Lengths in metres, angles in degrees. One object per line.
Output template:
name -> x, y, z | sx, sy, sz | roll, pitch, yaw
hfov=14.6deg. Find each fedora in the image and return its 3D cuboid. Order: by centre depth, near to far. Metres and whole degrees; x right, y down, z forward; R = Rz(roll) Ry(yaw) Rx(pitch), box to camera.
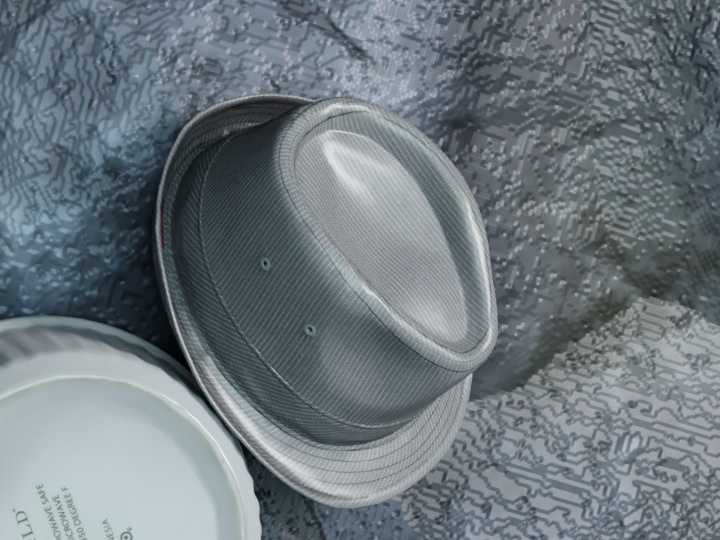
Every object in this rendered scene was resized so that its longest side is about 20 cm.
fedora -> 0.000, 0.000, 1.286 | 0.177, 0.090, 0.200 | -28, 89, -41

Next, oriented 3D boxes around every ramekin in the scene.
ramekin -> -0.136, 0.121, 1.277 | 0.202, 0.094, 0.203 | 0, 91, -18
